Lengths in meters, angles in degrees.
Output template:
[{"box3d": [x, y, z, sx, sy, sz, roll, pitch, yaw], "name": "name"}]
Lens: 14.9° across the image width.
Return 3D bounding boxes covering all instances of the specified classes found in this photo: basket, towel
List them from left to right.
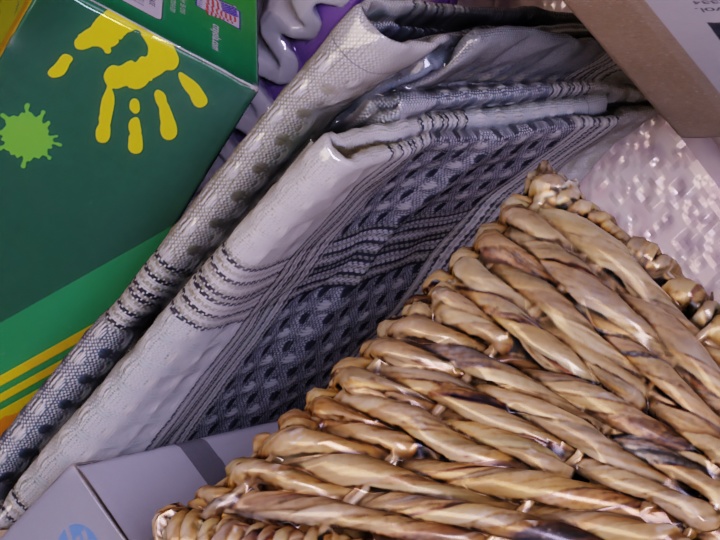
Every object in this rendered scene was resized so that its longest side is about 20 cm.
[{"box3d": [0.000, 0.000, 0.803, 0.035, 0.192, 0.200, 50, 118, 20], "name": "towel"}, {"box3d": [0.052, 0.099, 0.749, 0.149, 0.200, 0.143, -43, 67, -16], "name": "basket"}]

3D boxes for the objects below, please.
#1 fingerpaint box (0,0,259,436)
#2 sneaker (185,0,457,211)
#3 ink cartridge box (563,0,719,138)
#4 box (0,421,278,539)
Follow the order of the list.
[{"box3d": [-0.100, -0.042, 0.865, 0.073, 0.200, 0.167, 27, 111, -15], "name": "fingerpaint box"}, {"box3d": [0.003, -0.063, 0.862, 0.088, 0.081, 0.201, 26, 120, -14], "name": "sneaker"}, {"box3d": [0.155, -0.091, 0.687, 0.199, 0.165, 0.076, -2, 75, 21], "name": "ink cartridge box"}, {"box3d": [-0.063, 0.106, 0.842, 0.156, 0.200, 0.041, -45, 73, 26], "name": "box"}]
